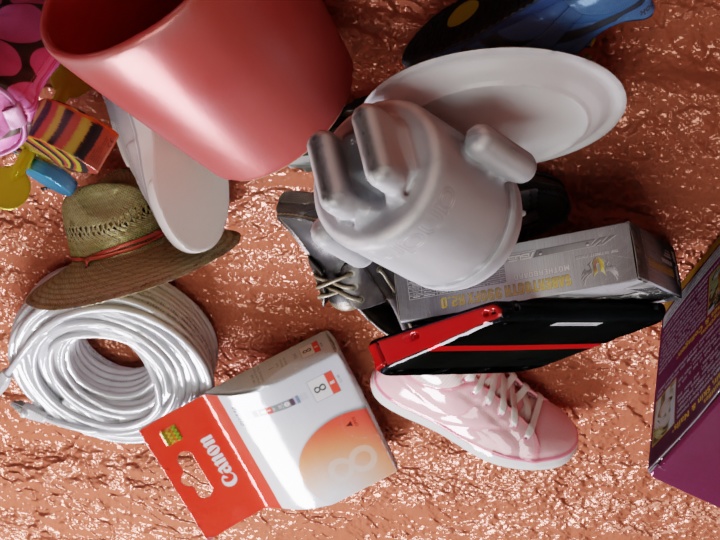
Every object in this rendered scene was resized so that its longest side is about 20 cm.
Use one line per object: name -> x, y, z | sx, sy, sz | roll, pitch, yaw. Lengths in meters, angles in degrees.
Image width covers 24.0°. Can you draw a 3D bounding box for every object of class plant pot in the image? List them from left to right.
plant pot -> -0.110, -0.174, 1.266 | 0.200, 0.201, 0.177 | -19, 133, 28

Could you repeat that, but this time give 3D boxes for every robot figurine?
robot figurine -> 0.044, -0.052, 1.237 | 0.169, 0.113, 0.200 | -25, 150, 28

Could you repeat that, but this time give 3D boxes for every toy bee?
toy bee -> -0.269, -0.105, 1.370 | 0.108, 0.131, 0.200 | 30, 147, -16

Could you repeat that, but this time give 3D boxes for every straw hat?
straw hat -> -0.207, -0.039, 1.430 | 0.200, 0.201, 0.085 | -11, 104, 23

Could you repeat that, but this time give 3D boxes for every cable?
cable -> -0.231, 0.081, 1.596 | 0.199, 0.069, 0.200 | 23, 132, -7

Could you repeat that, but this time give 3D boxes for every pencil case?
pencil case -> -0.258, -0.167, 1.292 | 0.093, 0.200, 0.091 | 9, 133, 9

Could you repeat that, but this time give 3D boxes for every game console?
game console -> 0.125, 0.051, 1.393 | 0.199, 0.031, 0.177 | 1, 162, -39

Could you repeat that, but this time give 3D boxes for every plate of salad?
plate of salad -> 0.099, -0.127, 1.272 | 0.199, 0.048, 0.200 | -2, 159, -1

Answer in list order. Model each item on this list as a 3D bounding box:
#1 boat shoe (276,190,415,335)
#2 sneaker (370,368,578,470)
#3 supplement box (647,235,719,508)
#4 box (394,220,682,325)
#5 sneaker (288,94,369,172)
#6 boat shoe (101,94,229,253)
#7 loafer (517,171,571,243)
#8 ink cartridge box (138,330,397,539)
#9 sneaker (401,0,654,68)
boat shoe -> 0.000, 0.000, 1.417 | 0.074, 0.074, 0.200 | 2, 155, 45
sneaker -> 0.113, 0.107, 1.522 | 0.200, 0.075, 0.105 | 22, 138, 0
supplement box -> 0.310, 0.075, 1.358 | 0.103, 0.200, 0.131 | 25, 133, -8
box -> 0.148, 0.010, 1.383 | 0.199, 0.049, 0.158 | -11, 170, 21
sneaker -> -0.019, -0.081, 1.390 | 0.200, 0.076, 0.116 | -3, 128, 14
boat shoe -> -0.168, -0.109, 1.369 | 0.068, 0.072, 0.201 | -11, 104, 57
loafer -> 0.082, -0.034, 1.361 | 0.199, 0.063, 0.072 | -6, 122, -17
ink cartridge box -> -0.083, 0.166, 1.587 | 0.200, 0.050, 0.163 | -29, 124, -4
sneaker -> 0.126, -0.178, 1.274 | 0.200, 0.066, 0.078 | -21, 126, 29
